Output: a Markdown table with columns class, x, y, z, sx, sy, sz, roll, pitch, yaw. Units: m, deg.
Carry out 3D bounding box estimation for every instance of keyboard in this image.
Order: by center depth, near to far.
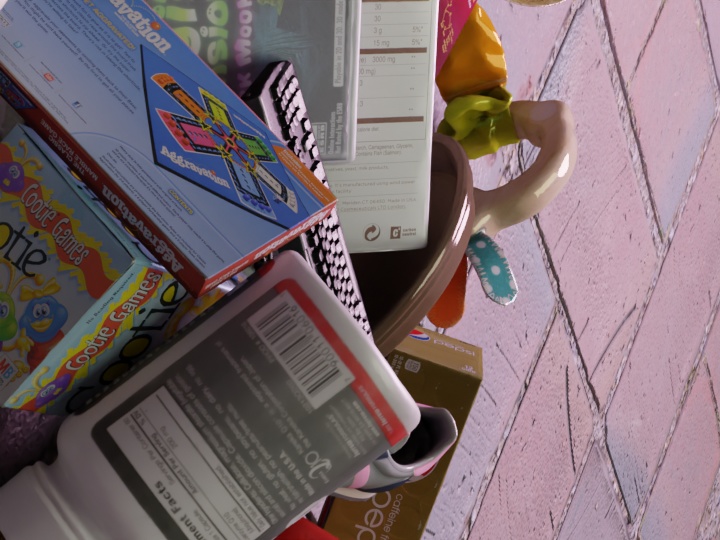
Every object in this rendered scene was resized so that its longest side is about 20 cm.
| class | x | y | z | sx | sy | sz | roll | pitch | yaw |
| --- | --- | --- | --- | --- | --- | --- | --- | --- | --- |
| keyboard | -0.030 | -0.008 | 1.316 | 0.127 | 0.021 | 0.200 | -58 | 136 | -56 |

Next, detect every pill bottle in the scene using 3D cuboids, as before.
| class | x | y | z | sx | sy | sz | roll | pitch | yaw |
| --- | --- | --- | --- | --- | --- | --- | --- | --- | --- |
| pill bottle | -0.080 | 0.092 | 1.217 | 0.200 | 0.114 | 0.114 | -38 | 146 | -4 |

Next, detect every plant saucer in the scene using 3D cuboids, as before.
| class | x | y | z | sx | sy | sz | roll | pitch | yaw |
| --- | --- | --- | --- | --- | --- | --- | --- | --- | --- |
| plant saucer | 0.000 | 0.000 | 1.506 | 0.029 | 0.200 | 0.200 | 41 | 56 | -25 |

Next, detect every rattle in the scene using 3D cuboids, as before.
| class | x | y | z | sx | sy | sz | roll | pitch | yaw |
| --- | --- | --- | --- | --- | --- | --- | --- | --- | --- |
| rattle | 0.074 | -0.080 | 1.711 | 0.143 | 0.130 | 0.200 | 81 | 31 | -45 |

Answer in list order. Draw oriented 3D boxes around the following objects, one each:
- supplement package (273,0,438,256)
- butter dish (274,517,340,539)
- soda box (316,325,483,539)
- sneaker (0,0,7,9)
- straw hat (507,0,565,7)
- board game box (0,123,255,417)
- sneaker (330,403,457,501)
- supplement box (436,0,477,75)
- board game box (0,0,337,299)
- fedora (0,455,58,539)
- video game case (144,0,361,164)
| class | x | y | z | sx | sy | sz | roll | pitch | yaw |
| --- | --- | --- | --- | --- | --- | --- | --- | --- | --- |
| supplement package | -0.028 | -0.120 | 1.431 | 0.117 | 0.117 | 0.201 | -3 | 106 | -20 |
| butter dish | -0.037 | 0.251 | 1.508 | 0.200 | 0.148 | 0.200 | 109 | 6 | -64 |
| soda box | 0.020 | 0.140 | 1.654 | 0.064 | 0.068 | 0.200 | -84 | -166 | -71 |
| sneaker | -0.193 | -0.184 | 1.180 | 0.085 | 0.073 | 0.200 | 116 | -9 | -62 |
| straw hat | 0.058 | -0.246 | 1.558 | 0.201 | 0.085 | 0.202 | 17 | 61 | -35 |
| board game box | -0.133 | 0.011 | 1.272 | 0.103 | 0.105 | 0.200 | -47 | 157 | 10 |
| sneaker | -0.020 | 0.094 | 1.425 | 0.200 | 0.082 | 0.070 | 5 | 64 | -57 |
| supplement box | 0.039 | -0.215 | 1.658 | 0.200 | 0.061 | 0.109 | -63 | 149 | -36 |
| board game box | -0.113 | -0.080 | 1.217 | 0.103 | 0.200 | 0.019 | -33 | 163 | -41 |
| fedora | -0.156 | 0.170 | 1.350 | 0.200 | 0.082 | 0.201 | -18 | 112 | -56 |
| video game case | -0.085 | -0.153 | 1.320 | 0.181 | 0.023 | 0.201 | -4 | 107 | -21 |
